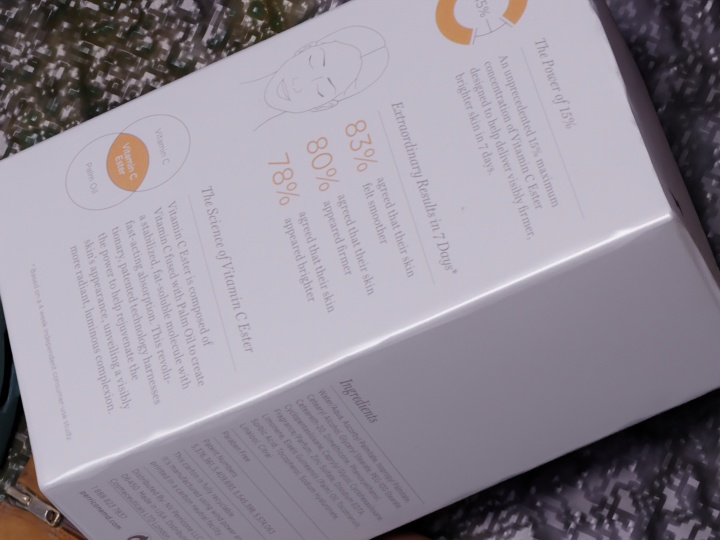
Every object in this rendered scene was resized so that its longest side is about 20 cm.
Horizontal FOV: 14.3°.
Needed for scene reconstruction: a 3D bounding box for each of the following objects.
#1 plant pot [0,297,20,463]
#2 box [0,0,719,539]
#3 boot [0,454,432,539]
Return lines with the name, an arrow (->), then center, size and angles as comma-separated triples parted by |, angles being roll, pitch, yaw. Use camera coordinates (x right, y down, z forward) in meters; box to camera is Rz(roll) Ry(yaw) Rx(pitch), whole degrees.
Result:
plant pot -> -0.230, 0.027, 0.949 | 0.196, 0.200, 0.201 | 19, 84, 19
box -> 0.000, 0.000, 0.873 | 0.200, 0.098, 0.125 | -24, 53, 9
boot -> -0.062, 0.145, 0.903 | 0.200, 0.068, 0.189 | 23, 86, 28
